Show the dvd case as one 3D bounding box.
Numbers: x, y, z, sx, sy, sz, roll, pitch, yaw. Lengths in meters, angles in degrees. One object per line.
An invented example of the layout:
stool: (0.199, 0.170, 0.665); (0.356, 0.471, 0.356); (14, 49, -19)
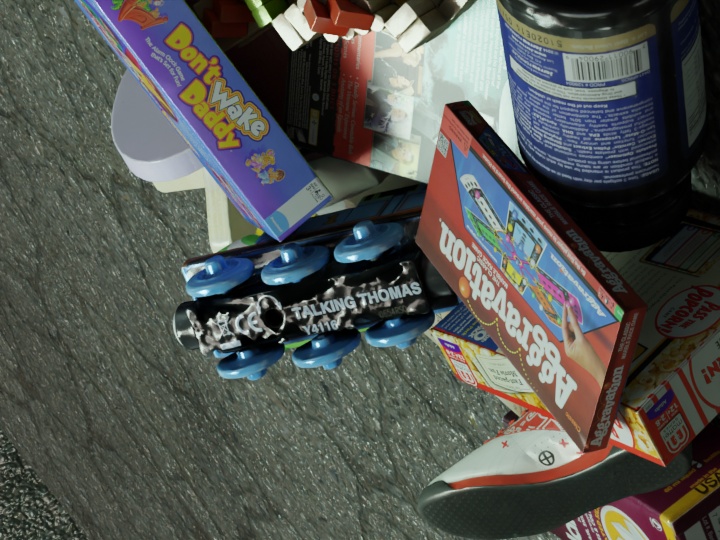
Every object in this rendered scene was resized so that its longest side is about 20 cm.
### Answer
dvd case: (0.045, -0.122, 1.663); (0.199, 0.022, 0.147); (17, 118, 25)

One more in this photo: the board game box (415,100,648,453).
board game box: (0.093, 0.001, 1.544); (0.200, 0.019, 0.103); (52, 143, 41)

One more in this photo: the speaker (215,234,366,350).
speaker: (0.000, 0.000, 1.809); (0.199, 0.089, 0.089); (-14, 117, 24)

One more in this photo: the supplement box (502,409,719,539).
supplement box: (0.197, 0.152, 1.850); (0.200, 0.085, 0.111); (30, 149, 54)

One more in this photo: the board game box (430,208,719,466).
board game box: (0.158, 0.026, 1.607); (0.200, 0.151, 0.046); (22, 148, 54)

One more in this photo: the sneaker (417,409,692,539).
sneaker: (0.132, 0.106, 1.795); (0.200, 0.108, 0.067); (-20, 134, 30)

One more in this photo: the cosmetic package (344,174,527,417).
cosmetic package: (0.086, 0.007, 1.884); (0.200, 0.087, 0.104); (41, 159, 39)

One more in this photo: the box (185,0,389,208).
box: (-0.041, -0.156, 1.798); (0.200, 0.128, 0.109); (52, 144, -13)

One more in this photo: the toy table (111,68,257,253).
toy table: (-0.091, -0.108, 1.924); (0.183, 0.201, 0.117); (4, 140, 36)

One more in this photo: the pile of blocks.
pile of blocks: (-0.026, -0.171, 1.634); (0.199, 0.062, 0.083); (0, 110, 30)

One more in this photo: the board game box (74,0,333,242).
board game box: (-0.105, -0.115, 1.699); (0.200, 0.045, 0.134); (53, 175, -13)

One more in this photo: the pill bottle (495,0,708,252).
pill bottle: (0.138, -0.108, 1.521); (0.112, 0.112, 0.201); (41, 156, 37)

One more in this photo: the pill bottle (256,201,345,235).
pill bottle: (-0.040, -0.067, 2.038); (0.200, 0.112, 0.113); (41, 157, 39)

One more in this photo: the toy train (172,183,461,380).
toy train: (-0.021, 0.007, 1.708); (0.199, 0.114, 0.087); (-13, 108, 24)
